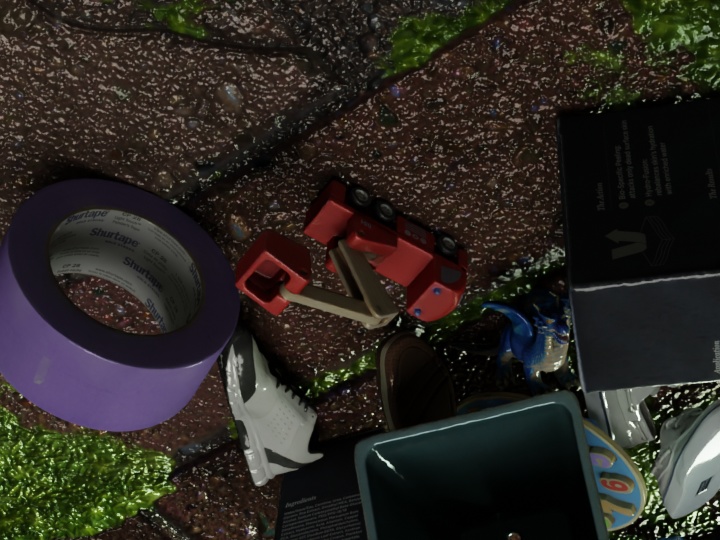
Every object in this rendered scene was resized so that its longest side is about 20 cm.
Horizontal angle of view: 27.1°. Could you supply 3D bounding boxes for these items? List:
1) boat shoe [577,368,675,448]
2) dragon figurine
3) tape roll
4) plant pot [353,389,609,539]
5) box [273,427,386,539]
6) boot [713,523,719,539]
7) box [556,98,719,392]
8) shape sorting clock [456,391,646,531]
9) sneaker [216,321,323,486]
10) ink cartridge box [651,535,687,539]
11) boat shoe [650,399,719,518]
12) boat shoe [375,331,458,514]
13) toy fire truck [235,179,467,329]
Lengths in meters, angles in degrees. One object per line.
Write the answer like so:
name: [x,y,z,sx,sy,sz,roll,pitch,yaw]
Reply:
boat shoe: [0.240,0.091,1.332,0.085,0.075,0.203,-8,133,12]
dragon figurine: [0.141,0.048,1.284,0.058,0.200,0.100,-16,106,-20]
tape roll: [-0.205,0.026,1.223,0.199,0.201,0.085,22,131,-15]
plant pot: [0.125,0.244,1.293,0.194,0.198,0.200,-15,154,11]
box: [0.010,0.298,1.450,0.117,0.201,0.197,-18,129,21]
boot: [0.464,0.247,1.451,0.199,0.077,0.169,21,134,-6]
box: [0.255,-0.025,1.134,0.198,0.197,0.118,-6,133,10]
shape sorting clock: [0.172,0.184,1.405,0.199,0.039,0.201,26,149,17]
sneaker: [-0.086,0.116,1.394,0.079,0.074,0.201,-15,135,-2]
ink cartridge box: [0.341,0.352,1.521,0.199,0.086,0.146,31,152,-20]
boat shoe: [0.302,0.161,1.369,0.073,0.066,0.200,-21,151,-19]
boat shoe: [0.048,0.141,1.390,0.075,0.075,0.203,18,136,49]
toy fire truck: [0.000,0.000,1.223,0.199,0.142,0.049,28,128,-19]
